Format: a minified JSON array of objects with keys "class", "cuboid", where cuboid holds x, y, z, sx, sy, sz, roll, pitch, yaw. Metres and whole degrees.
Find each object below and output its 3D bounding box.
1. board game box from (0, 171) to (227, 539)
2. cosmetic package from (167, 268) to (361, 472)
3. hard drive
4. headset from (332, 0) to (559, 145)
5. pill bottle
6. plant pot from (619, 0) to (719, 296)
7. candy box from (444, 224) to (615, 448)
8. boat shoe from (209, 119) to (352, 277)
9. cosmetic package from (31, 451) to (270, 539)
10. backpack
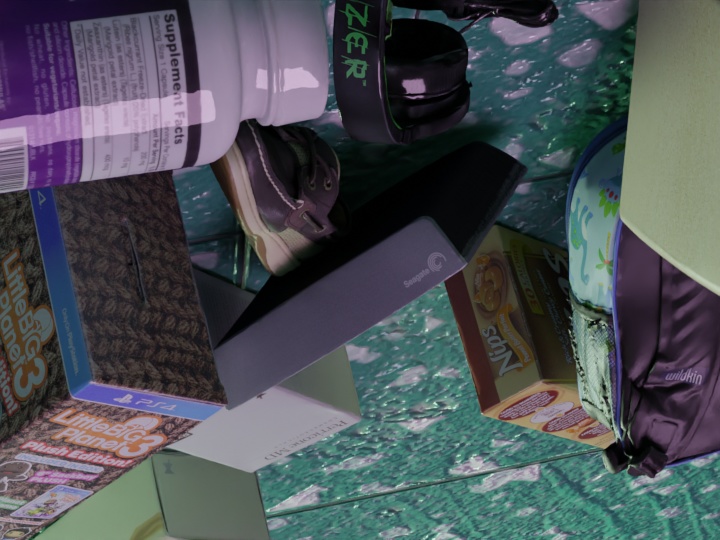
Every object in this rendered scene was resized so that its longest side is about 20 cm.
[{"class":"board game box","cuboid":[-0.188,0.042,1.307,0.097,0.160,0.200,13,142,-45]},{"class":"cosmetic package","cuboid":[-0.095,0.066,1.513,0.101,0.074,0.200,-27,151,25]},{"class":"hard drive","cuboid":[0.000,0.000,1.385,0.200,0.042,0.135,-32,-167,35]},{"class":"headset","cuboid":[0.038,-0.126,1.146,0.093,0.124,0.200,7,-171,13]},{"class":"pill bottle","cuboid":[-0.120,-0.100,1.112,0.199,0.112,0.112,-9,154,-14]},{"class":"plant pot","cuboid":[0.265,-0.073,1.220,0.199,0.177,0.201,-8,125,-13]},{"class":"candy box","cuboid":[0.141,0.051,1.559,0.055,0.116,0.200,-30,151,28]},{"class":"boat shoe","cuboid":[-0.044,-0.053,1.305,0.066,0.072,0.201,-25,162,0]},{"class":"cosmetic package","cuboid":[-0.170,0.212,1.769,0.105,0.071,0.200,8,146,-39]},{"class":"backpack","cuboid":[0.209,-0.004,1.425,0.182,0.147,0.201,-12,114,-13]}]
